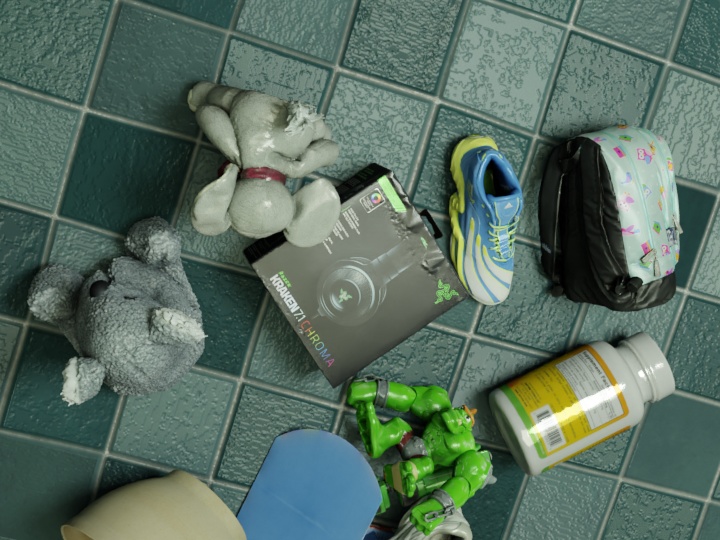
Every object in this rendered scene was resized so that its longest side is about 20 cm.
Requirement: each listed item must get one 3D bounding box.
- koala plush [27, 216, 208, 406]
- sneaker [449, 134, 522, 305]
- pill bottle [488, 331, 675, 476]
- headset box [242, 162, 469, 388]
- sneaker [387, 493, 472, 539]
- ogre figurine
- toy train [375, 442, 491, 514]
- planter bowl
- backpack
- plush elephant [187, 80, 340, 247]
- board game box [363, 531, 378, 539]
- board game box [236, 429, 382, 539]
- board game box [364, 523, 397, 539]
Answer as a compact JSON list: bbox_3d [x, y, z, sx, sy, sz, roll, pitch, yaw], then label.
[{"bbox_3d":[-0.238,0.065,1.243,0.177,0.200,0.184,-27,104,-6],"label":"koala plush"},{"bbox_3d":[0.143,-0.051,1.345,0.075,0.105,0.201,-13,102,-8],"label":"sneaker"},{"bbox_3d":[0.262,0.151,1.402,0.200,0.111,0.111,-25,104,-6],"label":"pill bottle"},{"bbox_3d":[0.000,0.000,1.333,0.200,0.093,0.174,-33,105,-4],"label":"headset box"},{"bbox_3d":[0.048,0.343,1.345,0.078,0.099,0.200,41,87,-17],"label":"sneaker"},{"bbox_3d":[0.072,0.197,1.360,0.120,0.200,0.098,-11,122,-27],"label":"ogre figurine"},{"bbox_3d":[0.066,0.252,1.411,0.199,0.056,0.042,-16,103,-7],"label":"toy train"},{"bbox_3d":[-0.212,0.308,1.313,0.135,0.200,0.200,-43,107,-29],"label":"planter bowl"},{"bbox_3d":[0.288,-0.064,1.358,0.126,0.167,0.201,-14,100,-28],"label":"backpack"},{"bbox_3d":[-0.104,-0.101,1.243,0.164,0.200,0.155,17,92,-21],"label":"plush elephant"},{"bbox_3d":[-0.004,0.430,1.421,0.135,0.034,0.200,-24,103,-6],"label":"board game box"},{"bbox_3d":[-0.057,0.285,1.378,0.158,0.039,0.200,27,93,29],"label":"board game box"},{"bbox_3d":[-0.018,0.400,1.441,0.103,0.019,0.201,18,96,-12],"label":"board game box"}]
